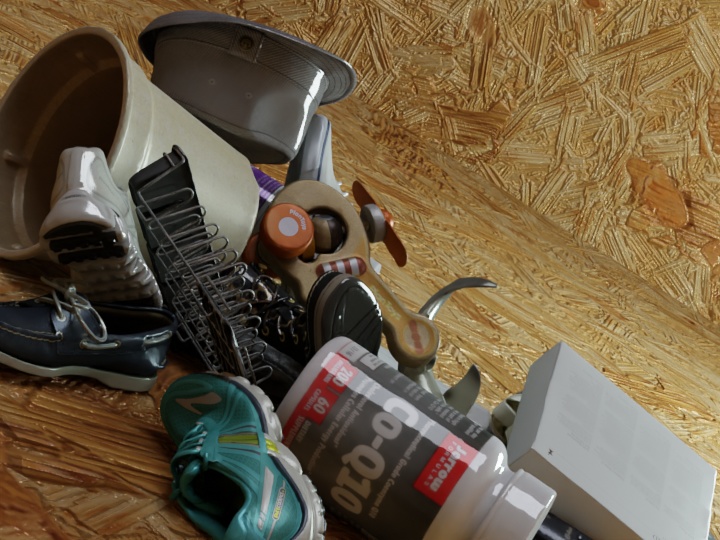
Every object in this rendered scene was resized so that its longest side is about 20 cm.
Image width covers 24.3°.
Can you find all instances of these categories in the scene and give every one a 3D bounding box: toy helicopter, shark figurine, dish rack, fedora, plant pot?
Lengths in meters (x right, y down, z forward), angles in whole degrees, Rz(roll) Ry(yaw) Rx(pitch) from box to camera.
[{"bbox_3d":[0.000,0.000,1.478,0.200,0.132,0.079,46,-29,3],"label":"toy helicopter"},{"bbox_3d":[0.061,0.102,1.512,0.127,0.217,0.090,0,-24,-8],"label":"shark figurine"},{"bbox_3d":[-0.110,0.022,1.242,0.200,0.054,0.154,53,-17,42],"label":"dish rack"},{"bbox_3d":[-0.109,-0.152,1.487,0.198,0.091,0.177,20,-17,-18],"label":"fedora"},{"bbox_3d":[-0.193,-0.072,1.400,0.183,0.201,0.200,28,10,-42],"label":"plant pot"}]

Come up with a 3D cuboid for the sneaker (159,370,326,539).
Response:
[{"bbox_3d":[-0.091,0.127,1.106,0.079,0.078,0.200,11,21,-34],"label":"sneaker"}]

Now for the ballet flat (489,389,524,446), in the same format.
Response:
[{"bbox_3d":[0.157,0.155,1.561,0.067,0.068,0.200,38,11,-25],"label":"ballet flat"}]

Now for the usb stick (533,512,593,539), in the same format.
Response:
[{"bbox_3d":[0.114,0.197,1.410,0.199,0.033,0.055,32,11,5],"label":"usb stick"}]

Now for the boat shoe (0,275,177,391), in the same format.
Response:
[{"bbox_3d":[-0.206,0.041,1.188,0.199,0.062,0.075,18,15,-49],"label":"boat shoe"}]

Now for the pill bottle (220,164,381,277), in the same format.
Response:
[{"bbox_3d":[-0.083,-0.023,1.636,0.199,0.112,0.111,32,12,7],"label":"pill bottle"}]

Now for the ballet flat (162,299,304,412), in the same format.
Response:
[{"bbox_3d":[-0.089,0.066,1.351,0.199,0.067,0.057,32,48,19],"label":"ballet flat"}]

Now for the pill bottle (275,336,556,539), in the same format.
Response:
[{"bbox_3d":[0.036,0.147,1.223,0.199,0.115,0.114,33,12,11],"label":"pill bottle"}]

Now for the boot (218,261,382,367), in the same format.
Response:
[{"bbox_3d":[-0.054,0.043,1.389,0.150,0.073,0.201,32,-21,26],"label":"boot"}]

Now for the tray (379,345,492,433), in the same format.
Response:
[{"bbox_3d":[0.052,0.114,1.627,0.199,0.022,0.107,31,11,1],"label":"tray"}]

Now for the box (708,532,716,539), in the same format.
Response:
[{"bbox_3d":[0.238,0.209,1.622,0.157,0.051,0.200,26,14,-24],"label":"box"}]

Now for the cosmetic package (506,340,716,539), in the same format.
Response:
[{"bbox_3d":[0.223,0.179,1.482,0.200,0.052,0.151,40,35,-11],"label":"cosmetic package"}]

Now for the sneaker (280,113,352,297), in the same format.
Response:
[{"bbox_3d":[-0.034,-0.047,1.561,0.070,0.202,0.073,8,-17,-16],"label":"sneaker"}]

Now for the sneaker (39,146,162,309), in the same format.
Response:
[{"bbox_3d":[-0.191,-0.019,1.250,0.074,0.082,0.201,-6,-28,-3],"label":"sneaker"}]
